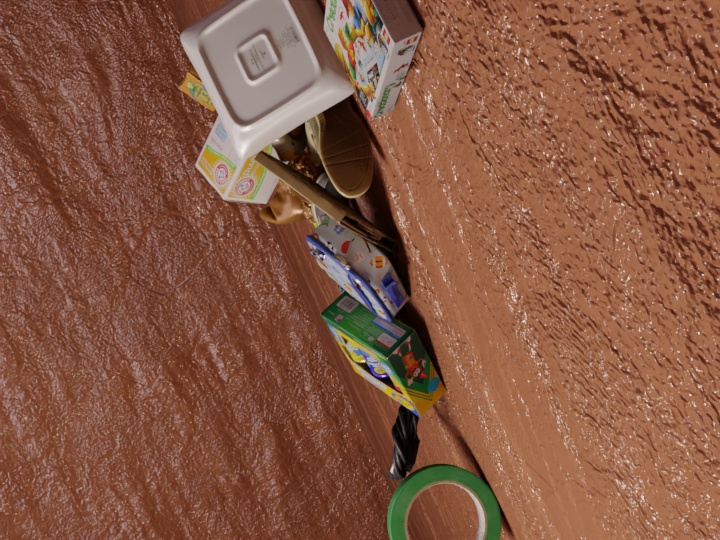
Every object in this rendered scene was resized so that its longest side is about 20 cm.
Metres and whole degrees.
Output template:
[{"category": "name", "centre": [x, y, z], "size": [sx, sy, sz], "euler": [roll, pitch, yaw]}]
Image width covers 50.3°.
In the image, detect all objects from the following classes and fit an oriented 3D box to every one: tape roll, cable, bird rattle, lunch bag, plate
[{"category": "tape roll", "centre": [0.148, 0.449, 1.366], "size": [0.201, 0.200, 0.048], "euler": [63, 172, 7]}, {"category": "cable", "centre": [0.085, 0.286, 1.426], "size": [0.163, 0.051, 0.201], "euler": [70, -146, -62]}, {"category": "bird rattle", "centre": [-0.131, -0.257, 1.184], "size": [0.200, 0.112, 0.164], "euler": [-83, -26, -60]}, {"category": "lunch bag", "centre": [0.000, 0.000, 1.232], "size": [0.160, 0.076, 0.200], "euler": [40, 174, 28]}, {"category": "plate", "centre": [-0.129, -0.279, 1.012], "size": [0.200, 0.199, 0.032], "euler": [64, -161, 3]}]

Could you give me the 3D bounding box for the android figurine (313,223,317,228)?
[{"category": "android figurine", "centre": [-0.126, -0.185, 1.691], "size": [0.201, 0.041, 0.182], "euler": [61, 170, 18]}]

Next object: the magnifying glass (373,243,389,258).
[{"category": "magnifying glass", "centre": [0.009, -0.054, 1.370], "size": [0.080, 0.022, 0.200], "euler": [67, 168, -17]}]

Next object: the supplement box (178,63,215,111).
[{"category": "supplement box", "centre": [-0.187, -0.335, 1.127], "size": [0.069, 0.201, 0.066], "euler": [35, 158, -16]}]

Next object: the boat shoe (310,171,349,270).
[{"category": "boat shoe", "centre": [-0.038, -0.080, 1.358], "size": [0.073, 0.074, 0.201], "euler": [38, 141, 45]}]

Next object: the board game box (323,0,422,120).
[{"category": "board game box", "centre": [0.007, -0.253, 0.804], "size": [0.127, 0.034, 0.200], "euler": [64, 171, 7]}]

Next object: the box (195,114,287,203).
[{"category": "box", "centre": [-0.186, -0.229, 1.336], "size": [0.113, 0.101, 0.200], "euler": [48, 119, 30]}]

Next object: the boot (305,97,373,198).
[{"category": "boot", "centre": [-0.036, -0.176, 1.110], "size": [0.156, 0.072, 0.201], "euler": [101, 148, -73]}]

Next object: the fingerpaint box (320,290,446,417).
[{"category": "fingerpaint box", "centre": [0.038, 0.146, 1.358], "size": [0.200, 0.073, 0.167], "euler": [29, 155, 47]}]

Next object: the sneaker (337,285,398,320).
[{"category": "sneaker", "centre": [0.005, 0.041, 1.442], "size": [0.200, 0.082, 0.073], "euler": [59, 167, 23]}]

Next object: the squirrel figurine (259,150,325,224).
[{"category": "squirrel figurine", "centre": [-0.116, -0.190, 1.446], "size": [0.200, 0.141, 0.188], "euler": [25, 132, 53]}]

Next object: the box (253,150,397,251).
[{"category": "box", "centre": [-0.050, -0.105, 1.167], "size": [0.200, 0.021, 0.163], "euler": [38, -173, 32]}]
